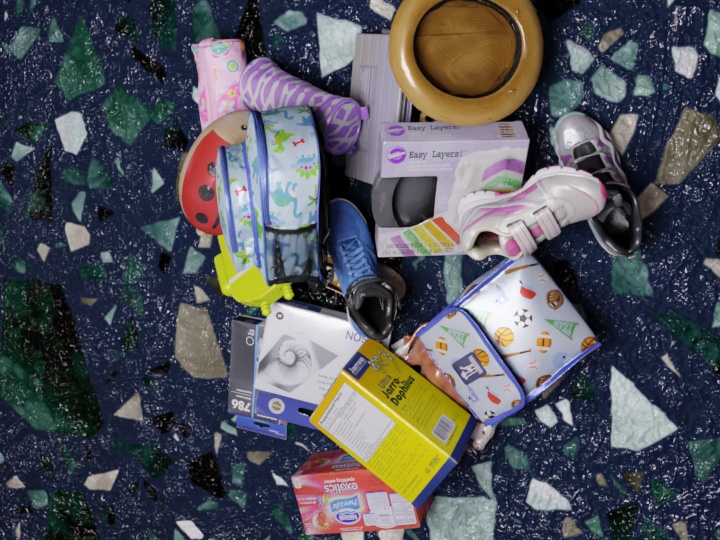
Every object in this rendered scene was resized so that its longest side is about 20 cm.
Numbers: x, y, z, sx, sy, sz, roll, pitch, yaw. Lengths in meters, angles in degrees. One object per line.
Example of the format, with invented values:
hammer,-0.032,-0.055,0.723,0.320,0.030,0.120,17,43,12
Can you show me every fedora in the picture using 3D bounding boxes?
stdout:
fedora,0.128,-0.278,0.977,0.196,0.082,0.205,-1,100,-8

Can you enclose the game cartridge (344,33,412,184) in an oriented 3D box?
game cartridge,0.027,-0.222,1.077,0.129,0.038,0.204,30,118,58

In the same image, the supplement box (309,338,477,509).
supplement box,0.047,0.212,1.095,0.199,0.109,0.110,38,122,6

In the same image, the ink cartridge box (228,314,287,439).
ink cartridge box,-0.164,0.180,1.268,0.097,0.039,0.204,8,105,18

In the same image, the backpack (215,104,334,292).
backpack,-0.112,-0.101,0.998,0.144,0.184,0.203,-3,127,-12

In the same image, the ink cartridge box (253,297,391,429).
ink cartridge box,-0.063,0.160,1.200,0.196,0.041,0.204,12,104,5

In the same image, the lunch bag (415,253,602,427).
lunch bag,0.196,0.091,1.055,0.199,0.124,0.171,-38,85,12

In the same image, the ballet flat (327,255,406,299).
ballet flat,-0.030,0.010,1.165,0.196,0.067,0.069,16,108,16

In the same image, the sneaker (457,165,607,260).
sneaker,0.204,-0.058,0.943,0.198,0.089,0.081,-17,134,38

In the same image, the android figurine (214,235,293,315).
android figurine,-0.150,-0.030,1.167,0.181,0.041,0.202,-36,57,21

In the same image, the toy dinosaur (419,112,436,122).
toy dinosaur,0.076,-0.168,1.065,0.201,0.057,0.103,-51,38,41

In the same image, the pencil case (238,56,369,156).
pencil case,-0.083,-0.236,1.093,0.198,0.086,0.085,32,156,28

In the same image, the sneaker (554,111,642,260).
sneaker,0.305,-0.107,0.973,0.077,0.140,0.202,-28,93,15

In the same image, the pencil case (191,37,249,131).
pencil case,-0.203,-0.242,1.166,0.086,0.087,0.204,0,101,20

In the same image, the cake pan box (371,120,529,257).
cake pan box,0.111,-0.105,1.021,0.196,0.053,0.187,-1,129,-4

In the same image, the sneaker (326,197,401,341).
sneaker,0.001,0.000,1.070,0.075,0.111,0.204,-14,99,-13

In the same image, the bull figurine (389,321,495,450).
bull figurine,0.121,0.174,1.146,0.120,0.065,0.203,-23,93,24

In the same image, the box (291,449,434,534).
box,0.004,0.338,1.207,0.196,0.095,0.102,-12,97,22

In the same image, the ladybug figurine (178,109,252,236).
ladybug figurine,-0.186,-0.129,1.112,0.134,0.072,0.202,17,114,-28
